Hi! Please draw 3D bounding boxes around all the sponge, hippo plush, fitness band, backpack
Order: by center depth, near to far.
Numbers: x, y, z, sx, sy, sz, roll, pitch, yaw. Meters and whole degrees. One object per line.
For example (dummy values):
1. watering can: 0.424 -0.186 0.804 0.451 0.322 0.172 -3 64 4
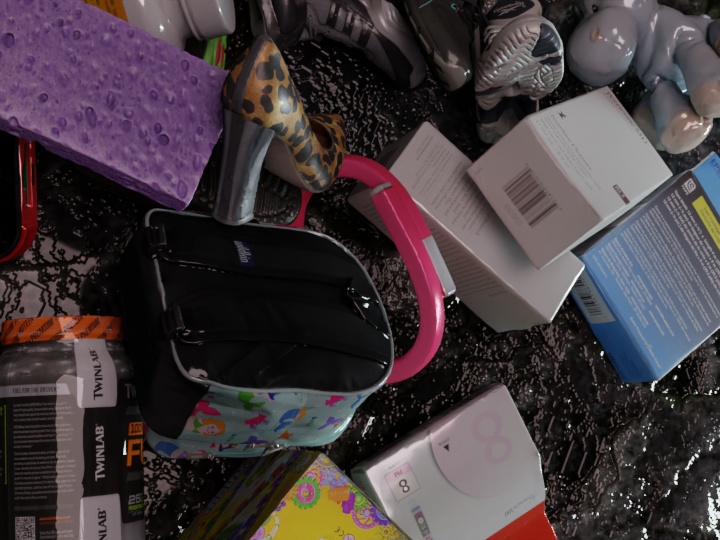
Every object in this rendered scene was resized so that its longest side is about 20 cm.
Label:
1. sponge: -0.196 -0.133 0.863 0.198 0.030 0.113 25 67 -13
2. backpack: -0.080 0.052 0.902 0.198 0.151 0.179 1 50 -28
3. fitness band: 0.000 0.000 1.020 0.037 0.143 0.202 -23 87 -55
4. hippo plush: 0.291 -0.230 1.147 0.160 0.159 0.202 30 74 -15

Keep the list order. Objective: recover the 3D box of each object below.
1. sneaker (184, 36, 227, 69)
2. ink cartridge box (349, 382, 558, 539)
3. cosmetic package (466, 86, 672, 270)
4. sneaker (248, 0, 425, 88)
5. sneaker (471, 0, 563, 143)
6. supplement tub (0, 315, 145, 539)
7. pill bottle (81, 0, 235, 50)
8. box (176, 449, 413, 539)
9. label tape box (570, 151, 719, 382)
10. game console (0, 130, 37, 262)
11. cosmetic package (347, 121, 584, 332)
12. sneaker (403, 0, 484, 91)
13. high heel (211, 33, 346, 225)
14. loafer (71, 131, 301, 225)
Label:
1. sneaker: -0.160 -0.214 1.032 0.082 0.077 0.203 3 81 1
2. ink cartridge box: 0.104 0.230 1.078 0.161 0.057 0.202 -28 89 -22
3. cosmetic package: 0.192 -0.088 1.060 0.113 0.081 0.199 53 36 5
4. sneaker: -0.033 -0.221 1.073 0.114 0.075 0.200 -43 116 -2
5. sneaker: 0.138 -0.213 1.078 0.078 0.199 0.131 -5 72 6
6. supplement tub: -0.230 0.139 0.923 0.121 0.122 0.203 0 84 -20
7. pill bottle: -0.205 -0.208 0.943 0.197 0.111 0.113 -12 87 6
8. box: -0.028 0.254 0.947 0.200 0.192 0.122 45 72 -9
9. label tape box: 0.308 -0.004 1.176 0.199 0.066 0.144 -36 96 -23
10. game console: -0.338 -0.106 0.906 0.174 0.031 0.203 3 104 4
11. cosmetic package: 0.095 -0.035 1.079 0.200 0.101 0.072 41 70 -12
12. sneaker: 0.077 -0.244 1.061 0.078 0.076 0.202 -20 50 8
13. high heel: -0.047 -0.132 0.922 0.071 0.144 0.200 23 32 16
14. loafer: -0.146 -0.083 1.005 0.197 0.071 0.074 17 77 -9
